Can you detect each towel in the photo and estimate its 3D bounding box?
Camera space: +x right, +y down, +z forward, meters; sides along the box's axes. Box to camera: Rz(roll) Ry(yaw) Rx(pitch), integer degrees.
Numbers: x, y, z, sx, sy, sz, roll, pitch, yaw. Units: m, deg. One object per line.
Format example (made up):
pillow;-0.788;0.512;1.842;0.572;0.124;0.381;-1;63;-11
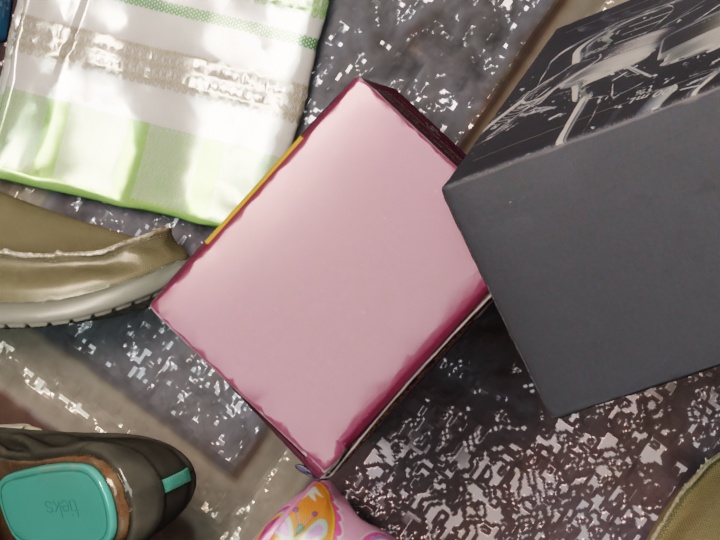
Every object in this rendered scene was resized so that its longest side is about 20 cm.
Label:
towel;-0.089;-0.127;1.385;0.148;0.031;0.201;13;89;12

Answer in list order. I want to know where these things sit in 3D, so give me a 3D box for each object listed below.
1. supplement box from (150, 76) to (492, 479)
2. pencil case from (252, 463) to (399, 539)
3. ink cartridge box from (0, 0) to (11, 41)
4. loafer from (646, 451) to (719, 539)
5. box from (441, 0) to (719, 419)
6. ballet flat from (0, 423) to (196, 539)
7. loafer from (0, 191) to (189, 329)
supplement box;0.000;0.000;1.272;0.103;0.200;0.131;44;94;2
pencil case;0.031;0.175;1.318;0.200;0.087;0.088;36;93;11
ink cartridge box;-0.243;-0.191;1.331;0.144;0.200;0.148;8;89;11
loafer;0.145;0.150;1.270;0.076;0.068;0.200;31;60;1
box;0.159;-0.052;1.145;0.199;0.182;0.104;-20;107;25
ballet flat;-0.150;0.101;1.356;0.199;0.068;0.068;1;105;43
loafer;-0.174;-0.008;1.371;0.199;0.075;0.070;-4;90;10
